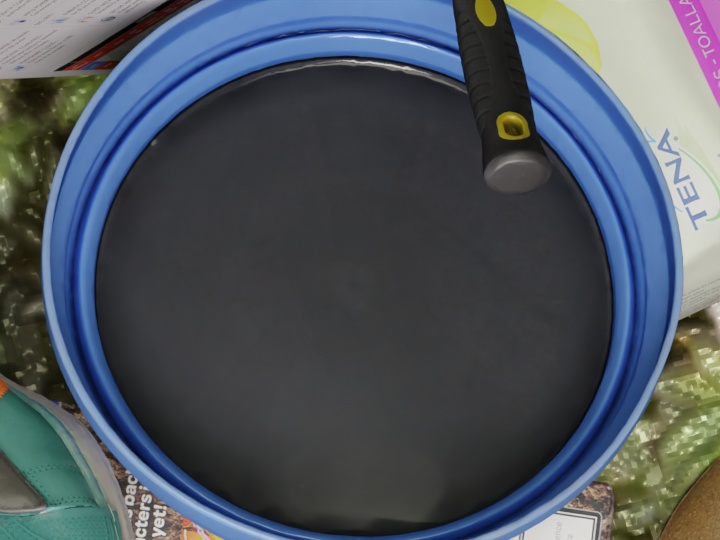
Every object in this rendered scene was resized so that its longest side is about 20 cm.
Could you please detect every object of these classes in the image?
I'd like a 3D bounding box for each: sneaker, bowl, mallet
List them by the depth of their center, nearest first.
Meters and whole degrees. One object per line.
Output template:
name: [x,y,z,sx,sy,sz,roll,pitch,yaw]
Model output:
sneaker: [-0.145,0.041,0.731,0.071,0.080,0.200,-50,60,15]
mallet: [0.045,-0.091,0.763,0.066,0.041,0.200,-6,41,-11]
bowl: [0.000,0.000,0.771,0.200,0.039,0.201,2,67,-5]

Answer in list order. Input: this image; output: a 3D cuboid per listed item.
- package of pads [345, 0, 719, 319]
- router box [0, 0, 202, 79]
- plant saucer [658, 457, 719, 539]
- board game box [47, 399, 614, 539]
package of pads: [0.067,-0.071,0.862,0.154,0.068,0.200,-23,80,-8]
router box: [-0.105,-0.109,0.760,0.179,0.200,0.049,-6,80,-38]
plant saucer: [0.196,0.137,0.844,0.200,0.035,0.201,1,78,-4]
board game box: [-0.030,0.139,0.798,0.199,0.097,0.160,9,78,-2]
